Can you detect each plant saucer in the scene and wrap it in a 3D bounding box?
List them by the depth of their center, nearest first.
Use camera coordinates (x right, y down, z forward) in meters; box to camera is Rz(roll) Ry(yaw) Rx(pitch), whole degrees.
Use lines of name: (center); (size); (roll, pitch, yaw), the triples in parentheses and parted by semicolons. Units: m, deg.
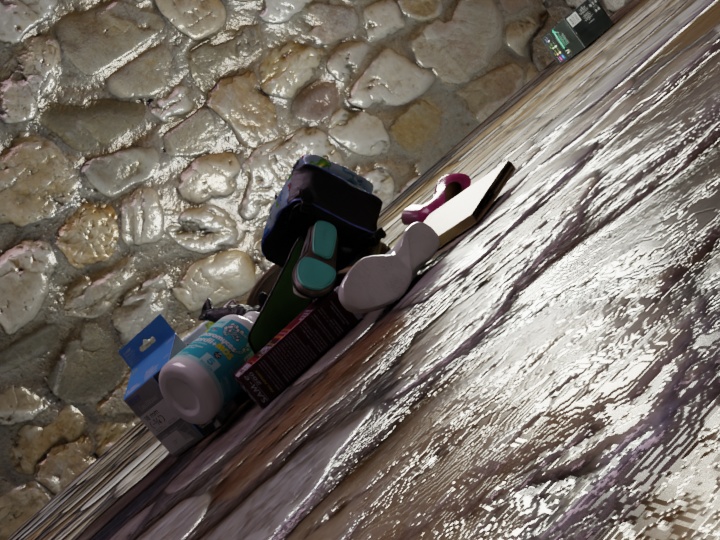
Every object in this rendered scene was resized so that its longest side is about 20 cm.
plant saucer: (-0.133, 0.060, 1.673); (0.198, 0.029, 0.203); (-29, -41, -28)

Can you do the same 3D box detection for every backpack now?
backpack: (-0.070, -0.088, 1.524); (0.200, 0.180, 0.149); (-46, 28, 49)

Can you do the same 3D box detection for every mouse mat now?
mouse mat: (-0.121, 0.063, 1.424); (0.162, 0.007, 0.203); (76, -146, -57)

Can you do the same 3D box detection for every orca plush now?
orca plush: (-0.180, 0.070, 1.547); (0.105, 0.196, 0.073); (-14, -62, -73)

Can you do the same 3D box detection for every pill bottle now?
pill bottle: (-0.219, 0.145, 1.404); (0.110, 0.111, 0.200); (-35, 5, 42)

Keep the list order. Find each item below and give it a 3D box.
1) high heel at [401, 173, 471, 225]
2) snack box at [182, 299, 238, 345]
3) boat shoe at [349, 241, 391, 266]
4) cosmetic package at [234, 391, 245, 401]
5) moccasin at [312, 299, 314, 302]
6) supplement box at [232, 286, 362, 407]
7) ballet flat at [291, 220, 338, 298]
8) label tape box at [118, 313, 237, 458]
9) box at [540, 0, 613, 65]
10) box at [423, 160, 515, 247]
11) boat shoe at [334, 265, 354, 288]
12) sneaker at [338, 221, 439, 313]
high heel: (0.167, -0.123, 1.600); (0.095, 0.069, 0.199); (8, 35, 42)
snack box: (-0.260, 0.162, 1.665); (0.199, 0.143, 0.053); (-35, 7, 40)
boat shoe: (0.000, -0.001, 1.605); (0.199, 0.067, 0.073); (-29, 40, 58)
cosmetic package: (-0.270, 0.196, 1.563); (0.199, 0.105, 0.086); (-36, -22, 30)
moccasin: (-0.076, 0.054, 1.583); (0.068, 0.081, 0.200); (-37, 3, -7)
supplement box: (-0.096, 0.113, 1.317); (0.200, 0.061, 0.109); (-42, 5, -13)
ballet flat: (-0.068, 0.001, 1.345); (0.201, 0.067, 0.069); (-75, 9, -58)
label tape box: (-0.322, 0.196, 1.473); (0.143, 0.201, 0.063); (-36, 7, 33)
box: (0.733, -0.814, 2.998); (0.148, 0.125, 0.200); (-39, 3, -12)
box: (0.144, -0.081, 1.386); (0.199, 0.021, 0.164); (-34, 13, 46)
boat shoe: (-0.009, 0.022, 1.394); (0.068, 0.072, 0.199); (-43, 5, -28)
sneaker: (0.035, 0.013, 1.240); (0.199, 0.075, 0.089); (-36, -11, -39)
